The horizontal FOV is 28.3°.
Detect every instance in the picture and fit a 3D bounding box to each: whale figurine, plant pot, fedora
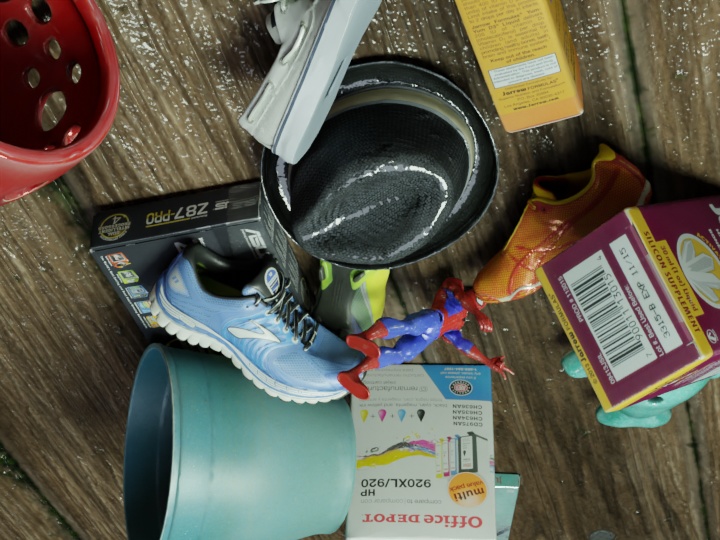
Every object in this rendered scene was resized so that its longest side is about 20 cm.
[{"bbox_3d":[0.268,0.100,1.341,0.156,0.105,0.201,1,140,1],"label":"whale figurine"},{"bbox_3d":[-0.304,-0.132,1.026,0.181,0.203,0.200,-26,133,35],"label":"plant pot"},{"bbox_3d":[-0.109,0.174,1.326,0.185,0.202,0.201,5,142,-20],"label":"plant pot"},{"bbox_3d":[0.010,-0.065,1.131,0.197,0.092,0.203,3,120,6],"label":"fedora"}]

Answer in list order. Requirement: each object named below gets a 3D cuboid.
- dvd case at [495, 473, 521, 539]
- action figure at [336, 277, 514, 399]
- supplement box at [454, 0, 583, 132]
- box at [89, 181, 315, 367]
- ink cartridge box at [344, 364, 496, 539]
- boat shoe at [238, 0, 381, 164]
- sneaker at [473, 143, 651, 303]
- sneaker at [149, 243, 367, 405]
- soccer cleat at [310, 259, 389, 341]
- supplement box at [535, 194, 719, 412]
[{"bbox_3d":[0.102,0.292,1.642,0.144,0.022,0.201,3,141,0],"label":"dvd case"},{"bbox_3d":[0.075,0.064,1.248,0.098,0.199,0.066,29,122,22],"label":"action figure"},{"bbox_3d":[0.107,-0.195,1.030,0.068,0.067,0.201,-13,138,17],"label":"supplement box"},{"bbox_3d":[-0.135,0.012,1.302,0.159,0.050,0.201,-10,139,10],"label":"box"},{"bbox_3d":[0.059,0.216,1.413,0.145,0.202,0.146,1,140,2],"label":"ink cartridge box"},{"bbox_3d":[-0.043,-0.183,1.050,0.085,0.075,0.203,31,124,6],"label":"boat shoe"},{"bbox_3d":[0.161,-0.041,1.224,0.077,0.073,0.200,42,127,-8],"label":"sneaker"},{"bbox_3d":[-0.081,0.042,1.222,0.198,0.079,0.090,27,127,-7],"label":"sneaker"},{"bbox_3d":[-0.001,0.000,1.277,0.064,0.084,0.202,27,123,15],"label":"soccer cleat"},{"bbox_3d":[0.254,0.022,1.159,0.103,0.132,0.199,-36,164,36],"label":"supplement box"}]
